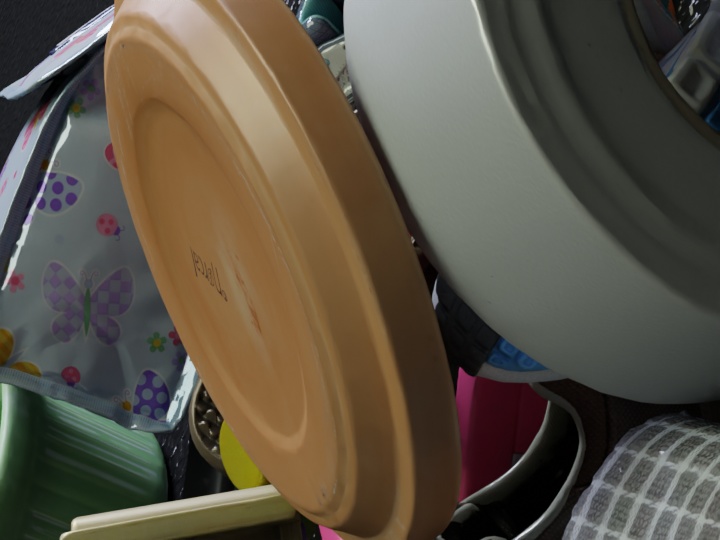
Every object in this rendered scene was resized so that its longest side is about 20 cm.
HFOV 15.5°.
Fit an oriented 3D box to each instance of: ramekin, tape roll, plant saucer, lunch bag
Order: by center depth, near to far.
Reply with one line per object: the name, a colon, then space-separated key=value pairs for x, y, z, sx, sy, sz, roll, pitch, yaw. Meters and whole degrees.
tape roll: x=0.097 y=-0.065 z=0.758 sx=0.071 sy=0.201 sz=0.204 roll=-29 pitch=44 yaw=55
plant saucer: x=-0.031 y=-0.004 z=0.812 sx=0.201 sy=0.032 sz=0.201 roll=56 pitch=159 yaw=34
lunch bag: x=-0.107 y=-0.044 z=1.196 sx=0.170 sy=0.126 sz=0.201 roll=-141 pitch=73 yaw=-80
ramekin: x=-0.176 y=0.146 z=1.316 sx=0.200 sy=0.097 sz=0.201 roll=-48 pitch=30 yaw=39

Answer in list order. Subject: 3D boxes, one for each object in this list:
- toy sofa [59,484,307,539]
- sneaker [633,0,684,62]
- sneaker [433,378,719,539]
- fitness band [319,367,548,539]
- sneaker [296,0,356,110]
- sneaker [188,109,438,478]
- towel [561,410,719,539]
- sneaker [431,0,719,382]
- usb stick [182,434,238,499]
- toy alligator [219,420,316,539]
toy sofa: x=-0.045 y=0.177 z=0.904 sx=0.098 sy=0.082 sz=0.202 roll=90 pitch=171 yaw=-83
sneaker: x=0.071 y=-0.107 z=0.893 sx=0.200 sy=0.071 sz=0.081 roll=49 pitch=-145 yaw=-78
sneaker: x=0.043 y=0.113 z=0.860 sx=0.201 sy=0.075 sz=0.070 roll=-64 pitch=22 yaw=9
fitness band: x=0.024 y=0.041 z=0.973 sx=0.144 sy=0.037 sz=0.201 roll=35 pitch=121 yaw=59
sneaker: x=-0.001 y=-0.078 z=1.138 sx=0.201 sy=0.086 sz=0.078 roll=-60 pitch=24 yaw=20
sneaker: x=0.000 y=0.000 z=1.087 sx=0.200 sy=0.070 sz=0.076 roll=-52 pitch=-16 yaw=-3
towel: x=0.098 y=0.145 z=0.713 sx=0.165 sy=0.085 sz=0.201 roll=11 pitch=80 yaw=68
sneaker: x=0.091 y=-0.021 z=0.843 sx=0.200 sy=0.075 sz=0.087 roll=-38 pitch=-8 yaw=-31
usb stick: x=-0.056 y=0.041 z=1.227 sx=0.056 sy=0.032 sz=0.201 roll=128 pitch=153 yaw=-50
toy alligator: x=-0.013 y=0.018 z=0.929 sx=0.054 sy=0.059 sz=0.201 roll=52 pitch=140 yaw=32
